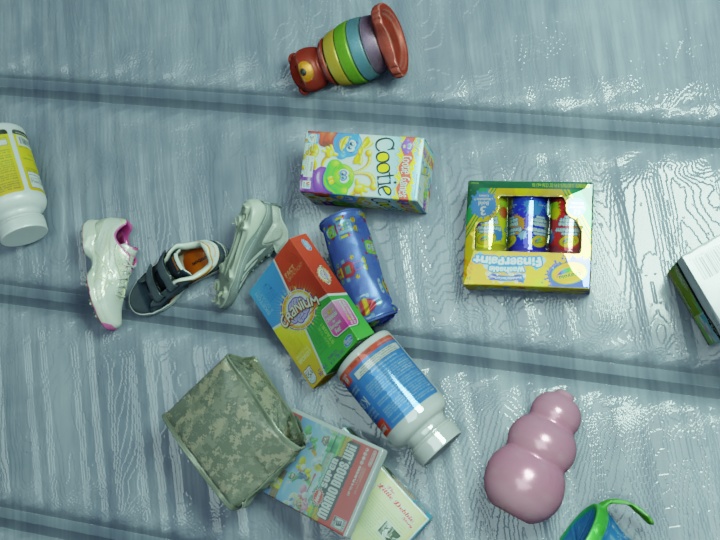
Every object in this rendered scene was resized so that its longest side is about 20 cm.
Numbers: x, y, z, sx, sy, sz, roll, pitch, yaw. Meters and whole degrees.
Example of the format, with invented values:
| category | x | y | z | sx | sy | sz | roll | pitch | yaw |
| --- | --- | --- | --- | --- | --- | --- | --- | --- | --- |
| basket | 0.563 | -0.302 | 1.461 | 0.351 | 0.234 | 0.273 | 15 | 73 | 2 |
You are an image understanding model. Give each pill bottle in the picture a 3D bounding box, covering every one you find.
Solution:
| category | x | y | z | sx | sy | sz | roll | pitch | yaw |
| --- | --- | --- | --- | --- | --- | --- | --- | --- | --- |
| pill bottle | 0.063 | 0.203 | 1.497 | 0.112 | 0.112 | 0.200 | -42 | 74 | 4 |
| pill bottle | -0.630 | -0.152 | 1.712 | 0.111 | 0.112 | 0.202 | -24 | 77 | 8 |

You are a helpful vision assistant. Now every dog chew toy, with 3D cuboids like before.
| category | x | y | z | sx | sy | sz | roll | pitch | yaw |
| --- | --- | --- | --- | --- | --- | --- | --- | --- | --- |
| dog chew toy | 0.268 | 0.274 | 1.439 | 0.123 | 0.125 | 0.202 | 26 | 80 | 15 |

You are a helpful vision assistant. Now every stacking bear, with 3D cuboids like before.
| category | x | y | z | sx | sy | sz | roll | pitch | yaw |
| --- | --- | --- | --- | --- | --- | --- | --- | --- | --- |
| stacking bear | -0.028 | -0.360 | 1.608 | 0.197 | 0.114 | 0.123 | -16 | 108 | 21 |

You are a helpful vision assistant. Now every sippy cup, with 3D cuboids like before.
| category | x | y | z | sx | sy | sz | roll | pitch | yaw |
| --- | --- | --- | --- | --- | --- | --- | --- | --- | --- |
| sippy cup | 0.358 | 0.434 | 1.391 | 0.130 | 0.140 | 0.179 | 35 | 115 | 5 |

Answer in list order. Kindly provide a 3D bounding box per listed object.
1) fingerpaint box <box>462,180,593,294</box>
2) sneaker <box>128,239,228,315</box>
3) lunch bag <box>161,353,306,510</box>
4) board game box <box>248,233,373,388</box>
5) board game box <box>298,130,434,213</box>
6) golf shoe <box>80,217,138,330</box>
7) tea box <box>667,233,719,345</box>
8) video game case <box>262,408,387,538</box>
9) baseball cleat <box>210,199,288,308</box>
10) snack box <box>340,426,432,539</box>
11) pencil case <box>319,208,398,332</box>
| category | x | y | z | sx | sy | sz | roll | pitch | yaw |
| --- | --- | --- | --- | --- | --- | --- | --- | --- | --- |
| fingerpaint box | 0.265 | -0.052 | 1.508 | 0.197 | 0.073 | 0.170 | 3 | 82 | 14 |
| sneaker | -0.325 | 0.007 | 1.636 | 0.199 | 0.079 | 0.079 | -33 | 77 | 8 |
| lunch bag | -0.192 | 0.262 | 1.539 | 0.164 | 0.117 | 0.201 | -42 | 69 | 12 |
| board game box | -0.083 | 0.067 | 1.549 | 0.201 | 0.040 | 0.153 | 54 | 130 | 15 |
| board game box | 0.012 | -0.160 | 1.568 | 0.197 | 0.105 | 0.105 | 5 | 83 | 15 |
| golf shoe | -0.430 | 0.001 | 1.664 | 0.090 | 0.075 | 0.203 | -12 | 80 | 7 |
| tea box | 0.566 | 0.001 | 1.366 | 0.198 | 0.197 | 0.135 | -29 | 77 | 6 |
| video game case | -0.063 | 0.316 | 1.510 | 0.198 | 0.017 | 0.145 | 17 | 77 | 38 |
| baseball cleat | -0.180 | -0.020 | 1.610 | 0.070 | 0.105 | 0.202 | 52 | 127 | 49 |
| snack box | 0.006 | 0.362 | 1.524 | 0.116 | 0.037 | 0.200 | -46 | 74 | 4 |
| pencil case | 0.000 | 0.000 | 1.560 | 0.078 | 0.086 | 0.203 | -29 | 74 | 32 |
